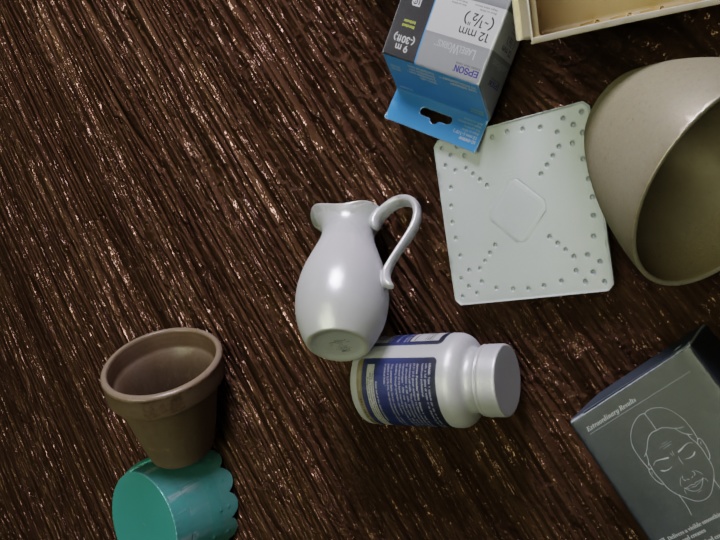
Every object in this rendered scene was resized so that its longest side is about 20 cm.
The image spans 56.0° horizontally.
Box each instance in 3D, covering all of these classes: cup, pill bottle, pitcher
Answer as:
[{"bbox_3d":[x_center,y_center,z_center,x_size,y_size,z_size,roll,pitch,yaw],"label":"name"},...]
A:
[{"bbox_3d":[0.291,-0.111,0.631,0.204,0.196,0.144,-63,35,24],"label":"cup"},{"bbox_3d":[0.092,0.136,0.837,0.196,0.110,0.115,-7,92,37],"label":"pill bottle"},{"bbox_3d":[0.000,0.000,0.860,0.168,0.121,0.205,-17,50,29],"label":"pitcher"}]

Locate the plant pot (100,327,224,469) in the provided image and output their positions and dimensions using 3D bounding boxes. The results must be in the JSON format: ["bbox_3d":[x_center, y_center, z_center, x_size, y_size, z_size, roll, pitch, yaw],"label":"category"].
[{"bbox_3d":[-0.309,0.221,1.114,0.196,0.199,0.180,12,120,34],"label":"plant pot"}]

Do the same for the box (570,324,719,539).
[{"bbox_3d":[0.335,0.186,0.669,0.148,0.106,0.203,-43,72,32],"label":"box"}]

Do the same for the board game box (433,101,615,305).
[{"bbox_3d":[0.188,-0.071,0.793,0.196,0.026,0.207,-8,92,37],"label":"board game box"}]

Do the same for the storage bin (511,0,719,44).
[{"bbox_3d":[0.232,-0.329,0.612,0.193,0.094,0.205,-10,105,7],"label":"storage bin"}]

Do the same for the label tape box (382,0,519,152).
[{"bbox_3d":[0.104,-0.262,0.790,0.141,0.065,0.205,27,101,31],"label":"label tape box"}]

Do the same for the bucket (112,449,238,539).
[{"bbox_3d":[-0.322,0.412,1.163,0.202,0.133,0.215,4,97,35],"label":"bucket"}]
